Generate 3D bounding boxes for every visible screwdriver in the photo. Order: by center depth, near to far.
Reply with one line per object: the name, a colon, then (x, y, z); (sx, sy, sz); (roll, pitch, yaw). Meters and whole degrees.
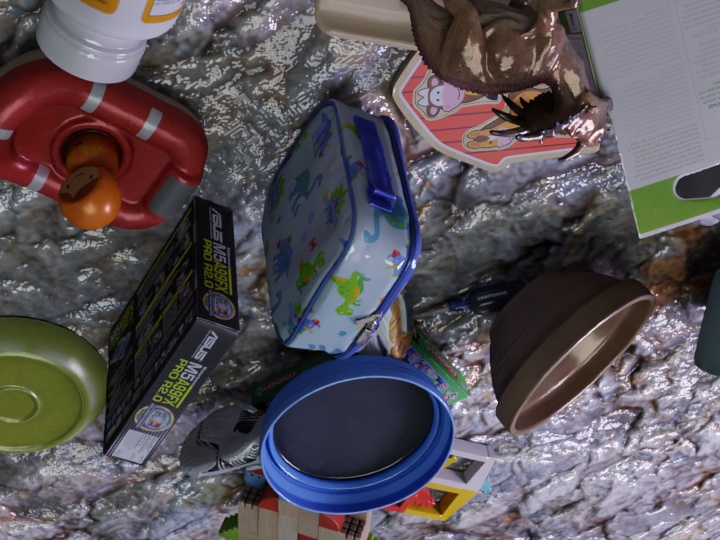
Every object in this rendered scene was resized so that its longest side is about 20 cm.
screwdriver: (0.077, 0.040, 1.243); (0.197, 0.028, 0.030); (-9, 105, 8)

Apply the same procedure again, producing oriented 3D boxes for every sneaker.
sneaker: (0.000, 0.000, 1.151); (0.087, 0.075, 0.203); (10, 121, 20)
sneaker: (-0.089, 0.191, 1.273); (0.198, 0.076, 0.115); (-25, 130, 15)

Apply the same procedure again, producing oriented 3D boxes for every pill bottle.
pill bottle: (-0.169, -0.241, 0.867); (0.110, 0.112, 0.201); (15, 129, -23)

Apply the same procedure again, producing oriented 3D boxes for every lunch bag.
lunch bag: (-0.018, -0.038, 1.023); (0.081, 0.202, 0.162); (15, 128, -24)

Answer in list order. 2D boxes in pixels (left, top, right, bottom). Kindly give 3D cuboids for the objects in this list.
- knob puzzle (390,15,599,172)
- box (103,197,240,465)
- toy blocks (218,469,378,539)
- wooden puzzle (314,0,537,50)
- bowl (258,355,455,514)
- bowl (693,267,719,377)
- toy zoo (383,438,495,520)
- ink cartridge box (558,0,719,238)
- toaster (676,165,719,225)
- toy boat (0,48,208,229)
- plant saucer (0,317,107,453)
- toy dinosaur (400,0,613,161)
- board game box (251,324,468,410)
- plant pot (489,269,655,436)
knob puzzle: (0.126, -0.162, 1.052); (0.216, 0.031, 0.222); (-5, 134, -5)
box: (-0.179, 0.058, 1.113); (0.044, 0.161, 0.201); (21, 126, -25)
toy blocks: (-0.063, 0.271, 1.370); (0.197, 0.100, 0.138); (14, 132, 10)
wooden puzzle: (0.067, -0.269, 0.933); (0.182, 0.037, 0.202); (7, 127, -9)
bowl: (-0.004, 0.165, 1.198); (0.197, 0.040, 0.203); (-6, 130, -7)
bowl: (0.433, 0.035, 1.202); (0.198, 0.201, 0.107); (-9, 101, -2)
toy zoo: (0.072, 0.245, 1.431); (0.198, 0.021, 0.132); (16, 128, -23)
ink cartridge box: (0.260, -0.148, 0.983); (0.146, 0.076, 0.203); (-17, 102, -2)
toaster: (0.398, -0.116, 1.084); (0.179, 0.120, 0.200); (21, 126, -28)
toy boat: (-0.224, -0.088, 0.987); (0.198, 0.132, 0.131); (24, 125, -29)
plant saucer: (-0.360, 0.130, 1.237); (0.197, 0.031, 0.202); (-5, 133, -6)
toy dinosaur: (0.104, -0.162, 0.907); (0.197, 0.086, 0.137); (15, 109, 7)
board game box: (-0.001, 0.132, 1.295); (0.198, 0.029, 0.135); (-26, 132, 21)
plant pot: (0.197, 0.066, 1.209); (0.200, 0.093, 0.202); (-35, 158, -17)
